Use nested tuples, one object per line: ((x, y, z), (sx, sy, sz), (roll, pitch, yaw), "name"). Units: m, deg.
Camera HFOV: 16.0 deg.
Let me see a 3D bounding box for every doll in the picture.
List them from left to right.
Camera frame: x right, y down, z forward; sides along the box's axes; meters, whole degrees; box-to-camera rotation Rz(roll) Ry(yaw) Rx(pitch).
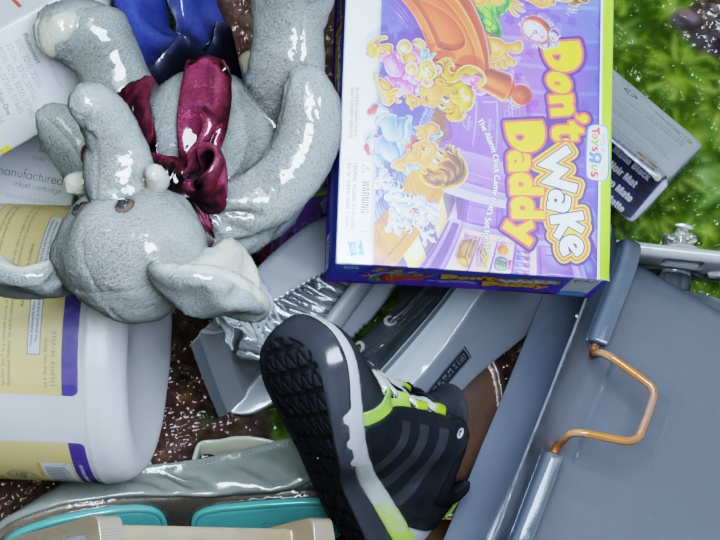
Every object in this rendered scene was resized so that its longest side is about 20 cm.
((-0.098, -0.108, 1.420), (0.136, 0.048, 0.200), (-34, 110, -46), "doll")

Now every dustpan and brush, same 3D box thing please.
((0.000, 0.000, 1.379), (0.057, 0.140, 0.200), (36, 76, 16), "dustpan and brush")

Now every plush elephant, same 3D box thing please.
((-0.096, -0.041, 1.201), (0.165, 0.155, 0.200), (-3, 103, 24), "plush elephant")

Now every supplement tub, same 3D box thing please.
((-0.208, 0.036, 1.340), (0.200, 0.145, 0.146), (2, 74, 7), "supplement tub")

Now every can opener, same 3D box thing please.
((0.117, -0.002, 1.442), (0.200, 0.053, 0.067), (10, 74, -3), "can opener")

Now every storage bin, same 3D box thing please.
((0.142, 0.095, 1.309), (0.134, 0.146, 0.200), (24, 71, -6), "storage bin")

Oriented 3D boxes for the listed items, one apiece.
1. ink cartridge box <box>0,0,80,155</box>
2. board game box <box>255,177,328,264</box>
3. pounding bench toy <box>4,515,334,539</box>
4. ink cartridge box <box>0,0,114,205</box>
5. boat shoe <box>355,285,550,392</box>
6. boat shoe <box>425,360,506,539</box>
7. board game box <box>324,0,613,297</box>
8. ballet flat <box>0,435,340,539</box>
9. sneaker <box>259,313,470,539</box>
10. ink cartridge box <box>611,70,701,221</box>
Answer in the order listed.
((-0.210, -0.109, 1.329), (0.200, 0.068, 0.115), (-31, 37, -11), "ink cartridge box")
((0.002, -0.060, 1.369), (0.120, 0.200, 0.032), (-34, 77, -15), "board game box")
((-0.116, 0.201, 1.310), (0.156, 0.200, 0.124), (5, 74, -37), "pounding bench toy")
((-0.202, -0.117, 1.431), (0.116, 0.067, 0.200), (9, 74, -3), "ink cartridge box")
((0.040, 0.029, 1.381), (0.057, 0.069, 0.200), (33, 70, 32), "boat shoe")
((0.049, 0.133, 1.390), (0.072, 0.068, 0.200), (11, 74, -3), "boat shoe")
((0.054, -0.092, 1.256), (0.134, 0.045, 0.200), (3, 78, -8), "board game box")
((-0.101, 0.123, 1.388), (0.200, 0.067, 0.064), (-5, 48, -8), "ballet flat")
((0.010, 0.071, 1.277), (0.083, 0.200, 0.072), (-36, 56, -13), "sneaker")
((0.091, -0.107, 1.399), (0.200, 0.200, 0.041), (41, 105, 6), "ink cartridge box")
